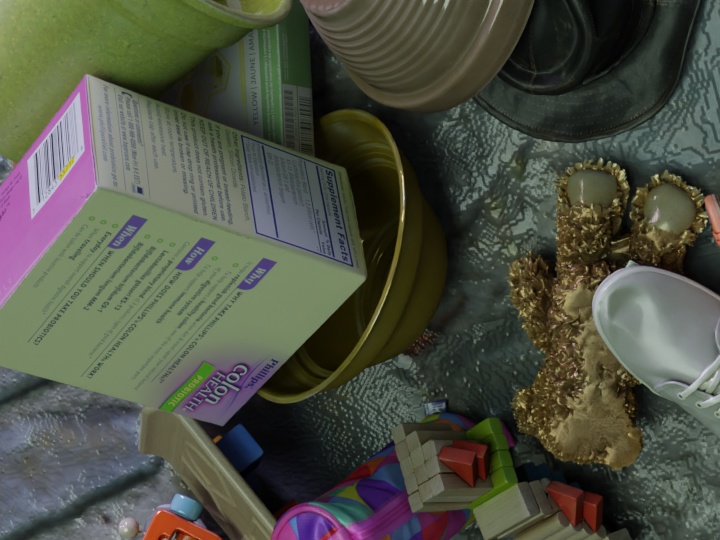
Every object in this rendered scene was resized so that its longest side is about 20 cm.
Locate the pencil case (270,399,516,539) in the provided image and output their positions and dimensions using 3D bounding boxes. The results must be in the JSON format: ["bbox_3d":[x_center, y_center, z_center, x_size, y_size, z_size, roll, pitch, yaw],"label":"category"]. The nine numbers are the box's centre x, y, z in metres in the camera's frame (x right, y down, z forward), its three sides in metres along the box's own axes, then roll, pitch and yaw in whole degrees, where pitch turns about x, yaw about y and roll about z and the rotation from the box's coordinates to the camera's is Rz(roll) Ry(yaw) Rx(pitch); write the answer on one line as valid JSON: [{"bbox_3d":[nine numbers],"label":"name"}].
[{"bbox_3d":[0.023,0.158,1.406,0.088,0.200,0.089,13,116,29],"label":"pencil case"}]

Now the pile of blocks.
[{"bbox_3d":[0.115,0.142,1.390,0.199,0.083,0.062,29,137,-27],"label":"pile of blocks"}]

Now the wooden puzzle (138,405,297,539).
[{"bbox_3d":[-0.073,0.169,1.491,0.046,0.185,0.200,-43,84,-15],"label":"wooden puzzle"}]

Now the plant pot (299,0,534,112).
[{"bbox_3d":[0.018,-0.202,1.314,0.200,0.092,0.202,-5,83,54],"label":"plant pot"}]

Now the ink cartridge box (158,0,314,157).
[{"bbox_3d":[-0.124,-0.127,1.451,0.199,0.048,0.147,-5,86,32],"label":"ink cartridge box"}]

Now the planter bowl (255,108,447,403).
[{"bbox_3d":[0.000,0.000,1.412,0.200,0.083,0.202,-31,50,46],"label":"planter bowl"}]

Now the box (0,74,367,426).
[{"bbox_3d":[-0.129,-0.007,1.346,0.176,0.199,0.097,-46,39,35],"label":"box"}]

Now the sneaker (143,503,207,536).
[{"bbox_3d":[-0.146,0.265,1.540,0.075,0.082,0.201,-34,53,47],"label":"sneaker"}]

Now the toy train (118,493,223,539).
[{"bbox_3d":[-0.123,0.270,1.493,0.149,0.056,0.201,19,77,8],"label":"toy train"}]

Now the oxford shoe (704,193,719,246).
[{"bbox_3d":[0.290,0.023,1.315,0.073,0.071,0.200,-38,92,12],"label":"oxford shoe"}]

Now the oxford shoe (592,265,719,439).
[{"bbox_3d":[0.229,0.070,1.321,0.200,0.058,0.075,41,98,-10],"label":"oxford shoe"}]

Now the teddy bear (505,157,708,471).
[{"bbox_3d":[0.163,0.026,1.377,0.144,0.067,0.202,-5,101,9],"label":"teddy bear"}]

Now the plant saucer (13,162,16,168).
[{"bbox_3d":[-0.195,-0.061,1.488,0.200,0.037,0.202,16,110,52],"label":"plant saucer"}]

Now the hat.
[{"bbox_3d":[0.118,-0.173,1.330,0.199,0.081,0.202,7,106,25],"label":"hat"}]

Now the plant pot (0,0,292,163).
[{"bbox_3d":[-0.177,-0.169,1.344,0.184,0.200,0.201,-44,83,24],"label":"plant pot"}]
